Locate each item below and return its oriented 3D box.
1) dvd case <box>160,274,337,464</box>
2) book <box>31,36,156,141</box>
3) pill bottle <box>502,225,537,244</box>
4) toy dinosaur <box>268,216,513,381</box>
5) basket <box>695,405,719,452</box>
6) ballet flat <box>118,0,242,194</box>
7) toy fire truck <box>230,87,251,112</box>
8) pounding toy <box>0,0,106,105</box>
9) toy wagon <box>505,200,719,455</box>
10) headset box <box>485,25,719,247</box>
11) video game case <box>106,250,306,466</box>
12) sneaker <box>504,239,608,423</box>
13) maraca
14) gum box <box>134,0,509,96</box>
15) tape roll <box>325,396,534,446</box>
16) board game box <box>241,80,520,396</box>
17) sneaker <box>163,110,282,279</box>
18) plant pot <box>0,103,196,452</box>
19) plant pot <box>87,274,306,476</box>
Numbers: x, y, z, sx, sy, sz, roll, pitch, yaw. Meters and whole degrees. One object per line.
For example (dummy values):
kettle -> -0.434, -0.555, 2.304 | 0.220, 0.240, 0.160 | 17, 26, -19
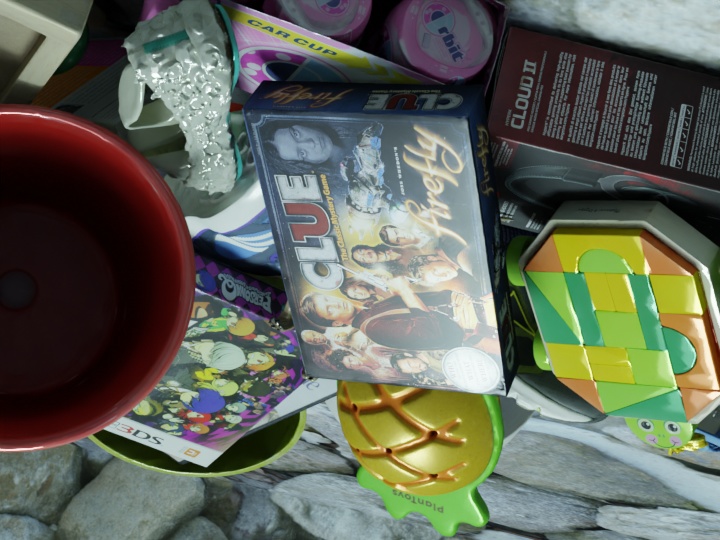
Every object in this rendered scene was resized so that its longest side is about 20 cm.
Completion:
dvd case -> -0.118, 0.084, 1.154 | 0.200, 0.018, 0.143 | -27, 129, 29
book -> -0.196, -0.119, 0.979 | 0.200, 0.134, 0.048 | 4, 126, 33
pill bottle -> 0.092, 0.011, 1.168 | 0.200, 0.112, 0.112 | 18, 163, -11
toy dinosaur -> 0.000, 0.000, 0.981 | 0.101, 0.058, 0.200 | 5, 141, -46
basket -> 0.262, 0.039, 1.024 | 0.139, 0.176, 0.200 | 42, 164, -32
ballet flat -> -0.107, -0.094, 0.833 | 0.072, 0.072, 0.200 | 14, 160, 1
toy fire truck -> -0.019, -0.088, 1.052 | 0.141, 0.049, 0.200 | 5, 160, 27
pounding toy -> -0.227, -0.175, 0.848 | 0.200, 0.142, 0.184 | 23, 151, -22
toy wagon -> 0.179, 0.045, 0.916 | 0.155, 0.040, 0.200 | 3, 126, 36
headset box -> 0.151, -0.073, 0.912 | 0.200, 0.077, 0.149 | 13, 163, 0
video game case -> -0.141, 0.064, 1.090 | 0.181, 0.036, 0.200 | 25, 134, -26
sneaker -> 0.104, 0.027, 1.023 | 0.200, 0.085, 0.074 | 40, -164, 12
maraca -> 0.045, 0.121, 1.098 | 0.137, 0.107, 0.200 | 18, 131, 26
gum box -> -0.031, -0.145, 0.848 | 0.200, 0.066, 0.113 | 20, 163, -15
tape roll -> 0.058, 0.067, 1.222 | 0.203, 0.203, 0.037 | 17, 150, -7
board game box -> 0.016, -0.016, 0.861 | 0.135, 0.035, 0.200 | 4, 128, 21
sneaker -> -0.047, -0.045, 1.013 | 0.146, 0.081, 0.200 | 14, 161, -26
plant pot -> -0.209, 0.010, 0.885 | 0.200, 0.201, 0.177 | 18, 172, -10
plant pot -> -0.139, 0.043, 1.268 | 0.200, 0.193, 0.200 | 3, 138, 2
